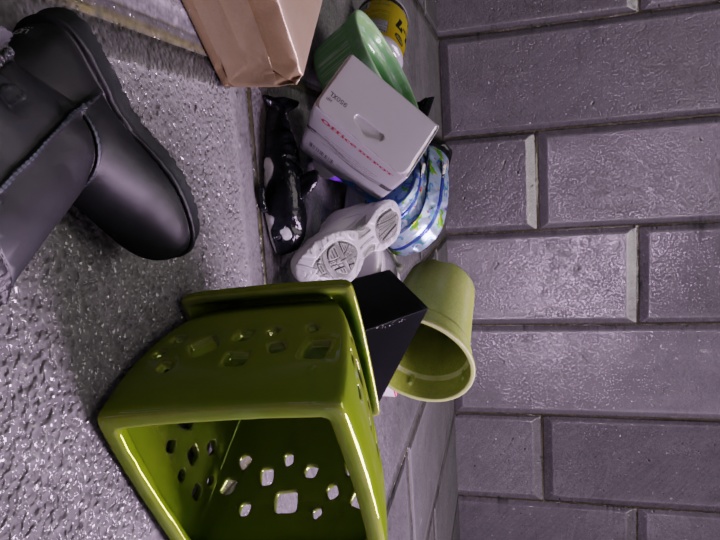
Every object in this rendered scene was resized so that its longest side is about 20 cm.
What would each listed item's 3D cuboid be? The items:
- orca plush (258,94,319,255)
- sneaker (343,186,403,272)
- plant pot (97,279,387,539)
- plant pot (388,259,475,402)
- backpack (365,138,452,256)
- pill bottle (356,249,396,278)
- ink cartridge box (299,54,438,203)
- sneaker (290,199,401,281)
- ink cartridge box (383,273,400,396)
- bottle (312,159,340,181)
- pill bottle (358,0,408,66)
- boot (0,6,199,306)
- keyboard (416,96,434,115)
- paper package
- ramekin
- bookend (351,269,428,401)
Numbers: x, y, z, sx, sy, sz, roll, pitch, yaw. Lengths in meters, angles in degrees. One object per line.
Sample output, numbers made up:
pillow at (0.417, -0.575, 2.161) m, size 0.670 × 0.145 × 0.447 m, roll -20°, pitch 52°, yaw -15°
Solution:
orca plush at (-0.082, -0.125, 0.774) m, size 0.105 × 0.069 × 0.206 m, roll 38°, pitch 52°, yaw -72°
sneaker at (0.028, -0.080, 1.132) m, size 0.075 × 0.097 × 0.204 m, roll -57°, pitch 135°, yaw -57°
plant pot at (-0.077, 0.124, 0.537) m, size 0.183 × 0.194 × 0.204 m, roll -81°, pitch 163°, yaw -54°
plant pot at (0.120, 0.089, 1.035) m, size 0.186 × 0.196 × 0.204 m, roll -62°, pitch 149°, yaw -44°
backpack at (0.078, -0.124, 1.026) m, size 0.153 × 0.160 × 0.205 m, roll 28°, pitch 54°, yaw -48°
pill bottle at (0.000, 0.000, 0.999) m, size 0.200 × 0.111 × 0.117 m, roll 33°, pitch 57°, yaw -72°
ink cartridge box at (0.004, -0.179, 0.806) m, size 0.085 × 0.143 × 0.200 m, roll -55°, pitch -172°, yaw -9°
sneaker at (-0.032, -0.039, 0.843) m, size 0.198 × 0.098 × 0.080 m, roll -32°, pitch 120°, yaw -38°
ink cartridge box at (0.037, 0.123, 1.187) m, size 0.147 × 0.082 × 0.203 m, roll 73°, pitch 22°, yaw -45°
bottle at (-0.029, -0.193, 1.000) m, size 0.200 × 0.064 × 0.086 m, roll -54°, pitch 139°, yaw -67°
pill bottle at (0.035, -0.445, 1.188) m, size 0.115 × 0.111 × 0.204 m, roll 69°, pitch 24°, yaw -52°
boot at (-0.184, -0.046, 0.361) m, size 0.164 × 0.072 × 0.201 m, roll -78°, pitch 153°, yaw -50°
keyboard at (0.063, -0.232, 1.037) m, size 0.021 × 0.126 × 0.202 m, roll 45°, pitch 39°, yaw -21°
paper package at (-0.112, -0.333, 0.617) m, size 0.192 × 0.101 × 0.204 m, roll 69°, pitch 25°, yaw -53°
ramekin at (0.008, -0.309, 0.981) m, size 0.200 × 0.096 × 0.203 m, roll 48°, pitch 27°, yaw -33°
bookend at (-0.027, 0.120, 0.862) m, size 0.196 × 0.092 × 0.203 m, roll -15°, pitch 137°, yaw -45°
